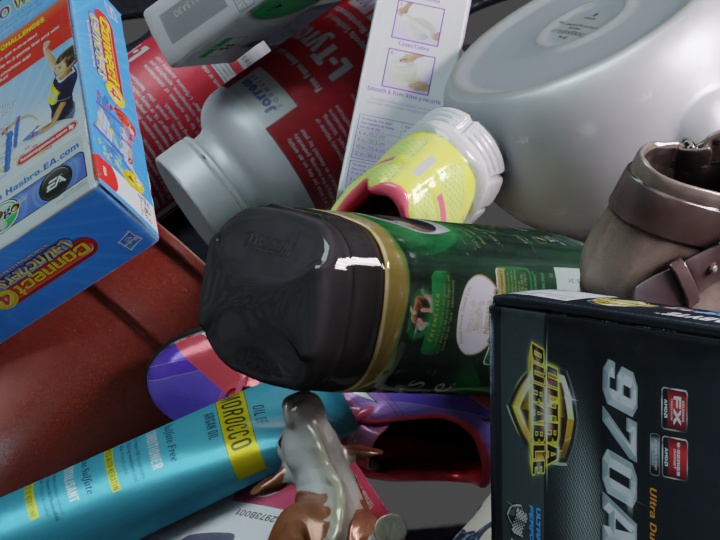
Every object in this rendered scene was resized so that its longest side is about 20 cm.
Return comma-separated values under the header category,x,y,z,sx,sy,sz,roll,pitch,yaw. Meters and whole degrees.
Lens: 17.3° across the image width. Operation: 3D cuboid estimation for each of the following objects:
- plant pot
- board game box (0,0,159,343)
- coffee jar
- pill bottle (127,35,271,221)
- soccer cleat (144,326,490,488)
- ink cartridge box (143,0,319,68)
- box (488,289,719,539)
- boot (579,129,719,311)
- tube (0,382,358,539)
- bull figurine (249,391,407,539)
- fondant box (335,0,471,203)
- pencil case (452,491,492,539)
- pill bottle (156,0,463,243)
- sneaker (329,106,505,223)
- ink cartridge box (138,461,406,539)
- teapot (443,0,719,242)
category,x,y,z,sx,sy,sz,roll,pitch,yaw
plant pot,-0.168,0.079,1.352,0.195,0.201,0.201,-48,30,-14
board game box,-0.215,-0.047,1.317,0.200,0.056,0.196,-31,43,17
coffee jar,0.023,0.017,1.153,0.200,0.086,0.104,5,6,-40
pill bottle,-0.153,-0.098,1.706,0.200,0.112,0.112,-37,27,-12
soccer cleat,-0.018,0.073,1.243,0.199,0.068,0.073,8,30,3
ink cartridge box,-0.022,-0.192,1.537,0.161,0.050,0.200,-31,-11,30
box,0.120,0.114,0.975,0.046,0.201,0.159,-6,9,-37
boot,0.190,-0.001,1.060,0.199,0.147,0.070,-9,38,-22
tube,-0.098,0.104,1.195,0.199,0.050,0.078,-25,35,2
bull figurine,-0.022,0.155,1.085,0.065,0.201,0.121,9,-6,-7
fondant box,0.027,-0.107,1.414,0.058,0.144,0.201,10,71,0
pencil case,0.099,0.112,1.117,0.089,0.078,0.200,26,59,32
pill bottle,-0.030,-0.096,1.557,0.200,0.112,0.112,-36,27,-10
sneaker,0.000,0.000,1.275,0.090,0.078,0.200,-38,-20,-48
ink cartridge box,-0.091,0.181,1.192,0.145,0.084,0.200,2,41,49
teapot,0.149,-0.076,1.313,0.197,0.146,0.200,-18,23,24
